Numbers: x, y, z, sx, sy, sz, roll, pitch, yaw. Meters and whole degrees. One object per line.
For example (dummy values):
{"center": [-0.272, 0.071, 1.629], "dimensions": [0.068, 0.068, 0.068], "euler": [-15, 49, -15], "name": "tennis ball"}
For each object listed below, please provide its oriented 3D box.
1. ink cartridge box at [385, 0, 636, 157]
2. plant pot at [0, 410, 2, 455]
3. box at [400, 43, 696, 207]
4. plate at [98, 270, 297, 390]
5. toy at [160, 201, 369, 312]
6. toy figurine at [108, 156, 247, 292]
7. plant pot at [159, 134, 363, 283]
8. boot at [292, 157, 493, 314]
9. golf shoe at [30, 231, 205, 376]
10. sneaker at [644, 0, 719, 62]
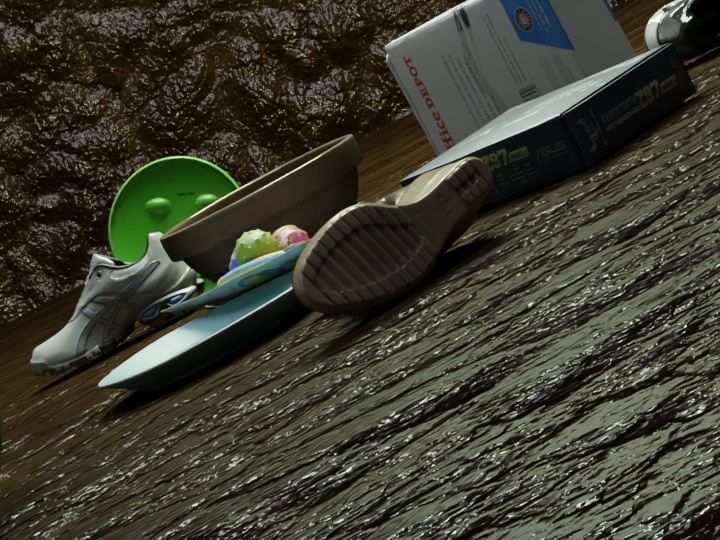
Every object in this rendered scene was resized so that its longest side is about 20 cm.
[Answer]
{"center": [0.140, -0.185, 2.090], "dimensions": [0.200, 0.147, 0.086], "euler": [-22, 10, 47], "name": "ink cartridge box"}
{"center": [-0.329, 0.123, 1.607], "dimensions": [0.186, 0.188, 0.200], "euler": [-29, -9, -5], "name": "plant pot"}
{"center": [0.150, -0.108, 1.849], "dimensions": [0.157, 0.051, 0.200], "euler": [-35, 9, -40], "name": "box"}
{"center": [-0.117, 0.053, 1.833], "dimensions": [0.199, 0.026, 0.200], "euler": [-29, 6, 3], "name": "plate"}
{"center": [-0.066, -0.015, 1.935], "dimensions": [0.199, 0.047, 0.115], "euler": [-21, -12, 34], "name": "toy"}
{"center": [-0.155, -0.042, 2.447], "dimensions": [0.199, 0.151, 0.184], "euler": [-6, -2, 4], "name": "toy figurine"}
{"center": [-0.074, -0.038, 2.087], "dimensions": [0.200, 0.093, 0.201], "euler": [-29, 5, 3], "name": "plant pot"}
{"center": [0.000, 0.000, 1.655], "dimensions": [0.200, 0.073, 0.166], "euler": [-34, -4, -36], "name": "boot"}
{"center": [-0.259, 0.033, 2.327], "dimensions": [0.199, 0.098, 0.078], "euler": [-29, 7, 7], "name": "golf shoe"}
{"center": [0.356, -0.252, 2.090], "dimensions": [0.199, 0.067, 0.090], "euler": [-33, 9, -10], "name": "sneaker"}
